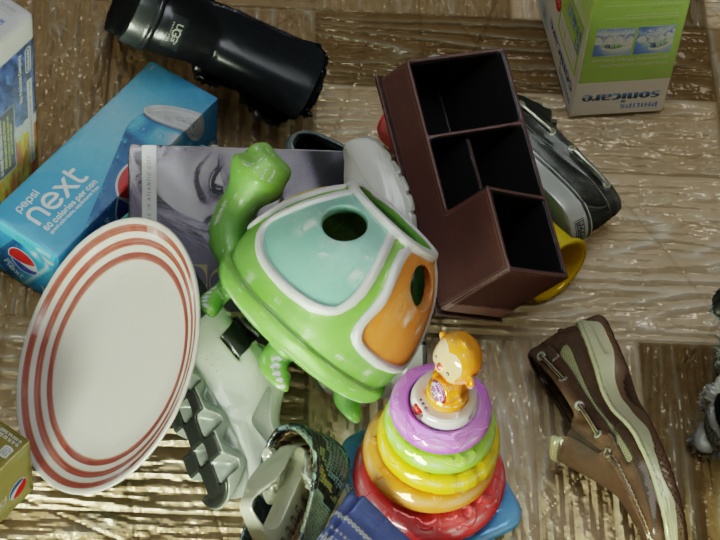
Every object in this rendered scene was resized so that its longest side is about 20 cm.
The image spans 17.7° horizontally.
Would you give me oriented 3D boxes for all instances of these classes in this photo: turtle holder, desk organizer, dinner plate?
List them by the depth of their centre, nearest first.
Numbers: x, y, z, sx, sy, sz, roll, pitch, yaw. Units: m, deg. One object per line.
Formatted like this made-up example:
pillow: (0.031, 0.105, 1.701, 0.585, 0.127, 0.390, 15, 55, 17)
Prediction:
turtle holder: (-0.025, 0.003, 1.604, 0.132, 0.141, 0.186, -50, 34, 10)
dinner plate: (-0.173, 0.061, 1.622, 0.024, 0.200, 0.200, 21, 40, -40)
desk organizer: (0.082, -0.069, 1.716, 0.072, 0.077, 0.200, 8, 60, -43)

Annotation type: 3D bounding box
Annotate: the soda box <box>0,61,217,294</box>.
soda box: (-0.194, -0.069, 1.773, 0.068, 0.064, 0.200, 30, 56, 18)

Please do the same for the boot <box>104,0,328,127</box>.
boot: (-0.115, -0.187, 1.861, 0.168, 0.076, 0.200, 25, 11, -16)

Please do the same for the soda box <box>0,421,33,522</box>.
soda box: (-0.328, 0.107, 1.624, 0.200, 0.064, 0.068, 31, 56, 19)

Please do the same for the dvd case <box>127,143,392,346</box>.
dvd case: (-0.073, -0.017, 1.713, 0.200, 0.016, 0.149, 1, 82, -13)

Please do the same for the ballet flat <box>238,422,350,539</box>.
ballet flat: (-0.068, 0.190, 1.566, 0.074, 0.074, 0.200, 15, 57, 7)

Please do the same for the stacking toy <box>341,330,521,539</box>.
stacking toy: (0.055, 0.105, 1.570, 0.110, 0.200, 0.116, -18, 60, -18)

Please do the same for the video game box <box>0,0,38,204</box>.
video game box: (-0.309, -0.080, 1.685, 0.047, 0.200, 0.182, 34, 57, 18)

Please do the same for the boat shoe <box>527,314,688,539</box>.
boat shoe: (0.172, 0.127, 1.654, 0.075, 0.075, 0.202, -18, 49, -1)

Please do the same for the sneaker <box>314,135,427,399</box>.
sneaker: (0.000, 0.000, 1.685, 0.087, 0.075, 0.200, -4, 82, -6)

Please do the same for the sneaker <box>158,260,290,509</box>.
sneaker: (-0.100, 0.067, 1.657, 0.088, 0.074, 0.200, -14, 80, -32)

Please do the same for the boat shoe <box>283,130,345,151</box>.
boat shoe: (0.018, -0.041, 1.769, 0.200, 0.062, 0.073, 32, 54, 18)

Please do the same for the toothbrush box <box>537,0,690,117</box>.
toothbrush box: (0.205, -0.244, 1.855, 0.086, 0.200, 0.146, -5, 53, -8)

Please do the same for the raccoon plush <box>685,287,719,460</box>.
raccoon plush: (0.317, 0.074, 1.715, 0.097, 0.134, 0.200, 22, 20, 31)

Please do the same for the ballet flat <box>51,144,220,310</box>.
ballet flat: (-0.149, -0.024, 1.742, 0.062, 0.067, 0.200, 35, 58, 12)

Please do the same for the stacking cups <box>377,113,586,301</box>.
stacking cups: (0.085, -0.057, 1.794, 0.060, 0.061, 0.200, -33, 58, -26)

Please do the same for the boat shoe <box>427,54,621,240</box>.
boat shoe: (0.123, -0.102, 1.826, 0.064, 0.071, 0.200, -32, 69, -25)

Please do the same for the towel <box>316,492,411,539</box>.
towel: (-0.004, 0.261, 1.527, 0.145, 0.024, 0.200, 43, 56, -8)
